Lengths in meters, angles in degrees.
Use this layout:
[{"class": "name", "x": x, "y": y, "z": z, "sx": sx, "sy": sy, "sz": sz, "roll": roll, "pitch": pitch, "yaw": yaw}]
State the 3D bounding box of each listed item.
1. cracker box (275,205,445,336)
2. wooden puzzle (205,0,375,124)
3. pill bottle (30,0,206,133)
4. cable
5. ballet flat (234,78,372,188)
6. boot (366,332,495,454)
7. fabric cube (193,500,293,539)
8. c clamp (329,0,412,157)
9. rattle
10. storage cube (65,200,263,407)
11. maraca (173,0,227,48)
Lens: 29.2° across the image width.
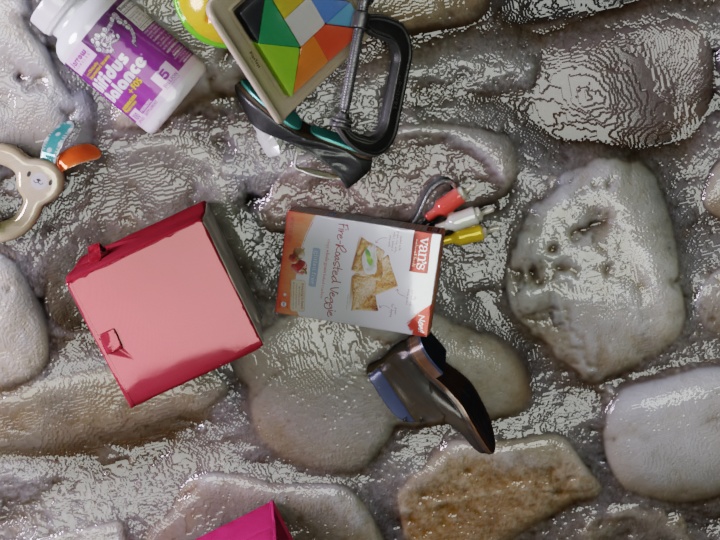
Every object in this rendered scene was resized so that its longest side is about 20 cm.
[{"class": "cracker box", "x": 0.000, "y": 0.000, "z": 1.750, "sx": 0.199, "sy": 0.058, "sz": 0.134, "roll": 8, "pitch": 101, "yaw": 6}, {"class": "wooden puzzle", "x": -0.072, "y": -0.302, "z": 1.647, "sx": 0.200, "sy": 0.037, "sz": 0.185, "roll": -49, "pitch": 131, "yaw": -18}, {"class": "pill bottle", "x": -0.295, "y": -0.268, "z": 1.671, "sx": 0.200, "sy": 0.112, "sz": 0.112, "roll": 39, "pitch": 96, "yaw": -10}, {"class": "cable", "x": 0.074, "y": -0.047, "z": 1.769, "sx": 0.200, "sy": 0.050, "sz": 0.097, "roll": -30, "pitch": 104, "yaw": 2}, {"class": "ballet flat", "x": -0.080, "y": -0.163, "z": 1.732, "sx": 0.200, "sy": 0.068, "sz": 0.068, "roll": 29, "pitch": 109, "yaw": -9}, {"class": "boot", "x": 0.095, "y": 0.173, "z": 1.817, "sx": 0.097, "sy": 0.075, "sz": 0.200, "roll": -27, "pitch": 107, "yaw": 23}, {"class": "fabric cube", "x": -0.156, "y": 0.449, "z": 1.771, "sx": 0.199, "sy": 0.200, "sz": 0.197, "roll": -25, "pitch": 100, "yaw": 0}, {"class": "c clamp", "x": 0.003, "y": -0.241, "z": 1.691, "sx": 0.027, "sy": 0.171, "sz": 0.201, "roll": 11, "pitch": 97, "yaw": 38}, {"class": "rattle", "x": -0.426, "y": -0.109, "z": 1.682, "sx": 0.200, "sy": 0.143, "sz": 0.130, "roll": -19, "pitch": 83, "yaw": 6}, {"class": "storage cube", "x": -0.236, "y": 0.035, "z": 1.702, "sx": 0.179, "sy": 0.171, "sz": 0.200, "roll": -24, "pitch": 101, "yaw": 0}, {"class": "maraca", "x": -0.131, "y": -0.347, "z": 1.674, "sx": 0.200, "sy": 0.107, "sz": 0.137, "roll": -24, "pitch": 101, "yaw": -15}]
